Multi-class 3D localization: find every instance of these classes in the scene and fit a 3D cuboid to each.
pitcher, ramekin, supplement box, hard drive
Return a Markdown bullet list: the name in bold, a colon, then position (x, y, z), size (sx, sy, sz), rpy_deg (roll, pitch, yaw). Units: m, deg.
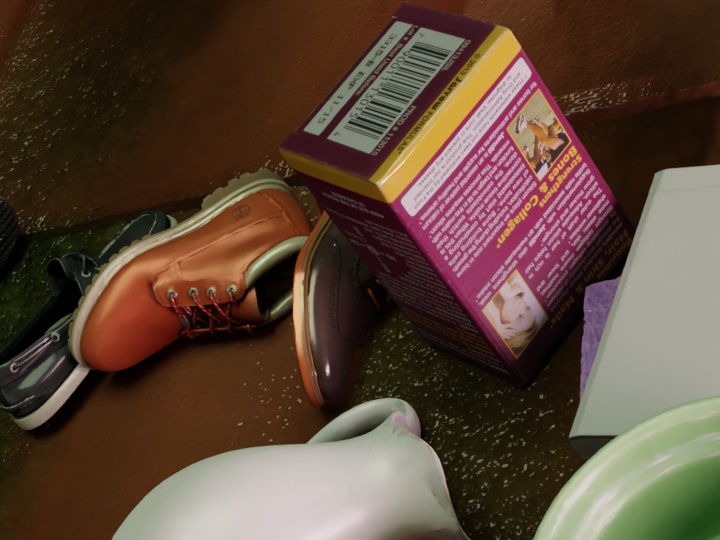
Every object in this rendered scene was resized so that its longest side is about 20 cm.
- **pitcher**: position (-0.045, 0.149, 1.167), size (0.199, 0.122, 0.172), rpy_deg (-24, 18, 0)
- **ramekin**: position (0.189, 0.170, 0.964), size (0.199, 0.098, 0.201), rpy_deg (-21, 42, 19)
- **supplement box**: position (0.065, -0.047, 1.194), size (0.103, 0.200, 0.131), rpy_deg (22, 66, 48)
- **hard drive**: position (0.207, 0.020, 1.111), size (0.131, 0.026, 0.201), rpy_deg (-3, 49, 35)

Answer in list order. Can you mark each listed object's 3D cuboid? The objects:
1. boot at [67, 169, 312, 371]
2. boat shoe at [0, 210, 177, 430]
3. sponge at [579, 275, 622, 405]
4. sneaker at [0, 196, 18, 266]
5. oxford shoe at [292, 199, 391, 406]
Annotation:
- **boot**: position (-0.116, 0.018, 1.375), size (0.200, 0.075, 0.107), rpy_deg (-37, 43, -2)
- **boat shoe**: position (-0.212, 0.021, 1.438), size (0.200, 0.066, 0.074), rpy_deg (-53, 26, -18)
- **sponge**: position (0.225, 0.034, 1.129), size (0.199, 0.030, 0.112), rpy_deg (-16, 43, 24)
- **sneaker**: position (-0.358, 0.023, 1.566), size (0.080, 0.074, 0.200), rpy_deg (-2, 44, 55)
- **oxford shoe**: position (0.000, 0.000, 1.305), size (0.072, 0.071, 0.201), rpy_deg (2, 60, 15)
